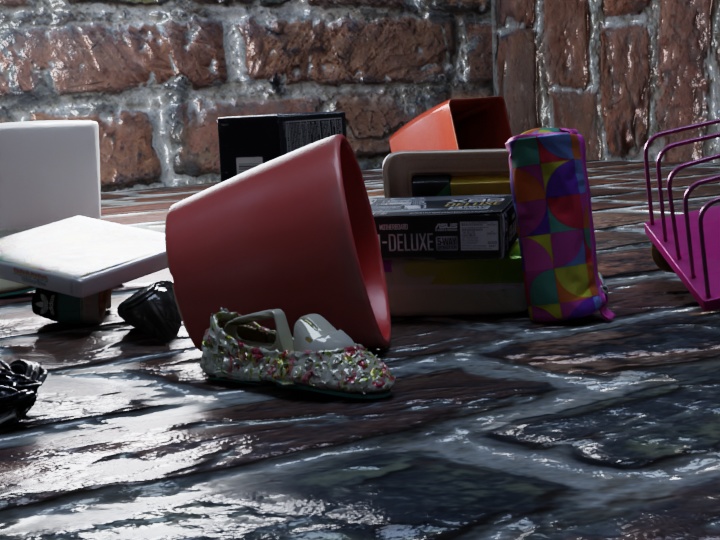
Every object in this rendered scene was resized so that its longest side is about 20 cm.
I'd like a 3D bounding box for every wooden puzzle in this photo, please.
[{"bbox_3d":[0.129,-0.052,1.757,0.198,0.186,0.037,-3,34,4],"label":"wooden puzzle"}]

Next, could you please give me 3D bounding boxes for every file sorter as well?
[{"bbox_3d":[0.393,-0.069,1.653,0.138,0.126,0.200,-13,27,-3],"label":"file sorter"}]

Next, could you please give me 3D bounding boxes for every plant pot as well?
[{"bbox_3d":[0.171,-0.210,2.970,0.175,0.202,0.199,-13,-1,38],"label":"plant pot"},{"bbox_3d":[-0.078,-0.011,1.450,0.176,0.202,0.200,-12,6,8],"label":"plant pot"}]

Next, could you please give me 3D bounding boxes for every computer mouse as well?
[{"bbox_3d":[-0.349,0.096,1.216,0.198,0.053,0.138,8,7,-9],"label":"computer mouse"}]

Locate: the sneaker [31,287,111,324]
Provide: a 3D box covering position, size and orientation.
[{"bbox_3d":[-0.319,0.015,1.735,0.079,0.072,0.200,2,8,-4],"label":"sneaker"}]

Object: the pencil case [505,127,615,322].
[{"bbox_3d":[0.200,-0.045,1.573,0.088,0.202,0.088,-11,4,1],"label":"pencil case"}]

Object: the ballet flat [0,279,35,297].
[{"bbox_3d":[-0.388,-0.008,1.970,0.199,0.070,0.069,-7,9,-33],"label":"ballet flat"}]

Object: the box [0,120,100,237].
[{"bbox_3d":[-0.534,-0.147,2.587,0.197,0.202,0.171,-3,5,-14],"label":"box"}]

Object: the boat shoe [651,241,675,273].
[{"bbox_3d":[0.435,-0.022,1.784,0.198,0.072,0.069,6,-1,13],"label":"boat shoe"}]

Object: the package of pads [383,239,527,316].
[{"bbox_3d":[0.090,0.006,1.691,0.198,0.069,0.155,-1,9,8],"label":"package of pads"}]

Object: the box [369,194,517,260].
[{"bbox_3d":[0.063,-0.046,1.643,0.198,0.050,0.158,-1,10,13],"label":"box"}]

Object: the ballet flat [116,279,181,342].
[{"bbox_3d":[-0.216,0.046,1.617,0.066,0.057,0.200,-31,5,-4],"label":"ballet flat"}]

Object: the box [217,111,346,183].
[{"bbox_3d":[-0.115,-0.140,2.400,0.122,0.202,0.198,1,7,31],"label":"box"}]

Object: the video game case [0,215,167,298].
[{"bbox_3d":[-0.305,-0.018,1.697,0.181,0.023,0.200,11,19,30],"label":"video game case"}]

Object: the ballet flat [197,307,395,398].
[{"bbox_3d":[-0.059,0.065,1.281,0.199,0.065,0.075,4,8,37],"label":"ballet flat"}]
